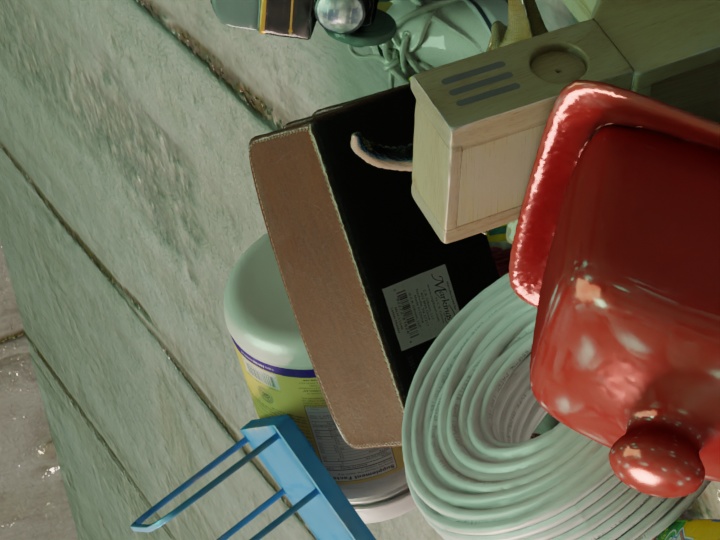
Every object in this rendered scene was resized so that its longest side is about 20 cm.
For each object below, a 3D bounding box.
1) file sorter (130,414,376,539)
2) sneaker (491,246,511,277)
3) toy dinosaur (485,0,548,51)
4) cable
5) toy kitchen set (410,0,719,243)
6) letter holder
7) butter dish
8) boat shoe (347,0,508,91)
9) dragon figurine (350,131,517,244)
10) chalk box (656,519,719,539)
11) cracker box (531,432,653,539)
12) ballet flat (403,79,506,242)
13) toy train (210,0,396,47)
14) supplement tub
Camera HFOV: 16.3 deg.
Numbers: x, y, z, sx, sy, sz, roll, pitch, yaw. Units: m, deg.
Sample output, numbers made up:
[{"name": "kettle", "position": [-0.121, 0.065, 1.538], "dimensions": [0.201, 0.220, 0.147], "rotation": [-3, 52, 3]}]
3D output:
[{"name": "file sorter", "position": [-0.051, 0.218, 1.743], "dimensions": [0.200, 0.122, 0.139], "rotation": [54, 168, -3]}, {"name": "sneaker", "position": [0.077, 0.035, 1.660], "dimensions": [0.200, 0.073, 0.088], "rotation": [-151, 44, -73]}, {"name": "toy dinosaur", "position": [0.095, -0.118, 1.402], "dimensions": [0.101, 0.058, 0.202], "rotation": [-21, -77, -85]}, {"name": "cable", "position": [0.114, 0.074, 1.381], "dimensions": [0.069, 0.199, 0.201], "rotation": [45, -146, -32]}, {"name": "toy kitchen set", "position": [0.081, -0.161, 1.242], "dimensions": [0.164, 0.179, 0.200], "rotation": [91, 154, -47]}, {"name": "letter holder", "position": [0.000, 0.000, 1.551], "dimensions": [0.142, 0.100, 0.201], "rotation": [-10, 100, 55]}, {"name": "butter dish", "position": [0.154, 0.037, 1.165], "dimensions": [0.198, 0.148, 0.200], "rotation": [20, 150, 6]}, {"name": "boat shoe", "position": [0.035, -0.142, 1.566], "dimensions": [0.202, 0.086, 0.075], "rotation": [-135, 30, -55]}, {"name": "dragon figurine", "position": [0.086, -0.065, 1.325], "dimensions": [0.100, 0.199, 0.059], "rotation": [-64, 22, 4]}, {"name": "chalk box", "position": [0.203, 0.204, 1.283], "dimensions": [0.125, 0.123, 0.200], "rotation": [-68, 13, -12]}, {"name": "cracker box", "position": [0.117, 0.192, 1.609], "dimensions": [0.200, 0.057, 0.135], "rotation": [-139, 60, -70]}, {"name": "ballet flat", "position": [0.056, -0.076, 1.607], "dimensions": [0.200, 0.067, 0.067], "rotation": [50, 156, 50]}, {"name": "toy train", "position": [-0.025, -0.206, 1.540], "dimensions": [0.200, 0.113, 0.086], "rotation": [-77, -5, -55]}, {"name": "supplement tub", "position": [-0.010, 0.073, 1.827], "dimensions": [0.146, 0.145, 0.201], "rotation": [53, 165, 45]}]
